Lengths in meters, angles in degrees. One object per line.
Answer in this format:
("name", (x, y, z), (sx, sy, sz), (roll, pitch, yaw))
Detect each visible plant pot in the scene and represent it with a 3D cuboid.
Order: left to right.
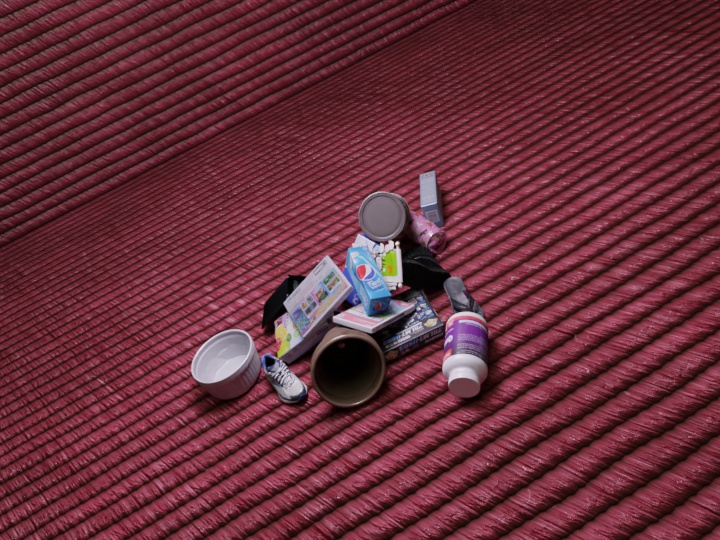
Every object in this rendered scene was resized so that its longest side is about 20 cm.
("plant pot", (-0.042, 0.230, 1.525), (0.197, 0.203, 0.175), (-24, 20, -1))

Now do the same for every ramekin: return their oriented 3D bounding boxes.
("ramekin", (-0.390, 0.284, 1.699), (0.196, 0.106, 0.202), (-14, 39, 12))

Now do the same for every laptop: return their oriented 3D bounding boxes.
("laptop", (-0.216, 0.104, 1.864), (0.195, 0.118, 0.188), (5, 22, -9))

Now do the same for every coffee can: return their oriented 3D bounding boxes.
("coffee can", (0.079, -0.171, 1.797), (0.143, 0.149, 0.200), (-15, 4, 11))

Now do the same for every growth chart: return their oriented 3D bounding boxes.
("growth chart", (0.056, -0.002, 1.656), (0.017, 0.148, 0.198), (-4, -8, -39))

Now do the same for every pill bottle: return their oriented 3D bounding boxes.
("pill bottle", (0.262, 0.209, 1.428), (0.110, 0.114, 0.202), (-7, 40, 20))

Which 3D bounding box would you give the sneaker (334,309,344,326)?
("sneaker", (-0.115, 0.142, 1.749), (0.196, 0.073, 0.072), (2, 45, 32))

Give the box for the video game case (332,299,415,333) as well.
("video game case", (0.039, 0.119, 1.587), (0.141, 0.018, 0.198), (11, 22, 39))

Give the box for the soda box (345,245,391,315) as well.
("soda box", (0.019, 0.025, 1.598), (0.063, 0.069, 0.202), (-9, 47, -19))

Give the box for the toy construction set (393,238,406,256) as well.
("toy construction set", (0.076, -0.046, 1.833), (0.198, 0.094, 0.130), (-15, 12, -42))

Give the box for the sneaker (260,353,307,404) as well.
("sneaker", (-0.225, 0.299, 1.607), (0.077, 0.086, 0.199), (-40, 41, -21))

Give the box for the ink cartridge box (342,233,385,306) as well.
("ink cartridge box", (0.000, 0.000, 1.755), (0.093, 0.203, 0.044), (30, 16, 25))

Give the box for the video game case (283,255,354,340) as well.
("video game case", (-0.125, 0.075, 1.662), (0.200, 0.024, 0.182), (-47, 40, 4))

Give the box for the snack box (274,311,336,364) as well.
("snack box", (-0.167, 0.162, 1.697), (0.199, 0.053, 0.144), (-37, 43, 20))

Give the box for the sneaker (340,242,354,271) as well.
("sneaker", (-0.051, -0.008, 1.889), (0.113, 0.079, 0.202), (-17, 37, 6))

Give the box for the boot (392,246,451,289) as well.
("boot", (0.158, -0.018, 1.722), (0.080, 0.208, 0.158), (-60, 36, 22))

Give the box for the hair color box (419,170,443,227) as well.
("hair color box", (0.247, -0.247, 1.991), (0.059, 0.100, 0.202), (-12, 39, 15))

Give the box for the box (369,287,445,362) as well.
("box", (0.118, 0.150, 1.630), (0.197, 0.050, 0.199), (-25, 37, -3))

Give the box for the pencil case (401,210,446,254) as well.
("pencil case", (0.201, -0.127, 1.888), (0.081, 0.088, 0.200), (-17, 32, -24))

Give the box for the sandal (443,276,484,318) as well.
("sandal", (0.283, 0.082, 1.618), (0.074, 0.048, 0.202), (-26, 41, 0))
